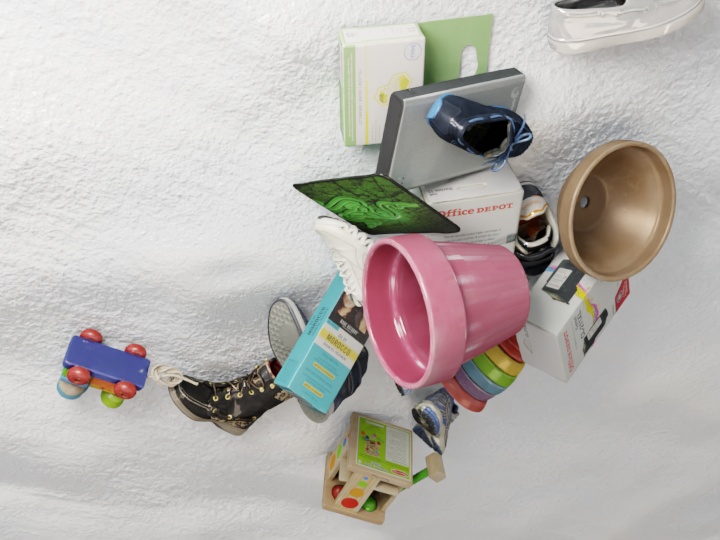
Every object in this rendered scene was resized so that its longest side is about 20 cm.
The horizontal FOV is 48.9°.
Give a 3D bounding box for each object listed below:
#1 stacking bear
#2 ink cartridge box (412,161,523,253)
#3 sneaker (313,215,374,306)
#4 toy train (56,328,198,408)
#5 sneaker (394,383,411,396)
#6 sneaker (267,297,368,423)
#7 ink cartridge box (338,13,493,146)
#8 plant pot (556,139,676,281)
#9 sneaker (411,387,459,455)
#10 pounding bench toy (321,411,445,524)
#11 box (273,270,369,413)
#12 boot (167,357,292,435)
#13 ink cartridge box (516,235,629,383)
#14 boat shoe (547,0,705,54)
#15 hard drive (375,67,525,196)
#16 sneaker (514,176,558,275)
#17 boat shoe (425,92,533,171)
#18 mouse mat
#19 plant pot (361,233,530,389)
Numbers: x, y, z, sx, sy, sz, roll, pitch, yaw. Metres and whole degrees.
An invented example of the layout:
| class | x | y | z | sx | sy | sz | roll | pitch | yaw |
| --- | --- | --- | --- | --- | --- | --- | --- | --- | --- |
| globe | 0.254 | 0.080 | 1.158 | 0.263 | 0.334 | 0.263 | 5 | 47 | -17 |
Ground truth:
| class | x | y | z | sx | sy | sz | roll | pitch | yaw |
| --- | --- | --- | --- | --- | --- | --- | --- | --- | --- |
| stacking bear | 0.237 | 0.139 | 1.360 | 0.121 | 0.114 | 0.200 | 26 | 117 | -34 |
| ink cartridge box | 0.150 | -0.056 | 1.161 | 0.145 | 0.084 | 0.201 | -8 | 135 | -8 |
| sneaker | 0.000 | 0.000 | 1.146 | 0.200 | 0.075 | 0.081 | 44 | 78 | -24 |
| toy train | -0.363 | 0.176 | 1.219 | 0.198 | 0.085 | 0.116 | 22 | 135 | -20 |
| sneaker | 0.085 | 0.144 | 1.343 | 0.072 | 0.072 | 0.201 | -14 | 138 | -13 |
| sneaker | -0.064 | 0.121 | 1.276 | 0.076 | 0.146 | 0.205 | -13 | 101 | 39 |
| ink cartridge box | 0.071 | -0.238 | 0.994 | 0.197 | 0.048 | 0.147 | -7 | 134 | -7 |
| plant pot | 0.356 | -0.092 | 1.157 | 0.198 | 0.093 | 0.204 | -7 | 107 | -24 |
| sneaker | 0.151 | 0.281 | 1.484 | 0.085 | 0.077 | 0.201 | -43 | 157 | -18 |
| pounding bench toy | 0.043 | 0.389 | 1.490 | 0.198 | 0.125 | 0.157 | 19 | 127 | -12 |
| box | -0.041 | 0.105 | 1.190 | 0.082 | 0.049 | 0.201 | 39 | 72 | -28 |
| boot | -0.203 | 0.194 | 1.301 | 0.150 | 0.074 | 0.200 | -32 | 137 | 15 |
| ink cartridge box | 0.336 | 0.054 | 1.249 | 0.200 | 0.082 | 0.146 | -50 | 142 | -18 |
| boat shoe | 0.327 | -0.328 | 0.975 | 0.197 | 0.073 | 0.069 | -10 | 135 | 6 |
| hard drive | 0.116 | -0.181 | 1.024 | 0.198 | 0.033 | 0.141 | -19 | 139 | -30 |
| sneaker | 0.261 | -0.044 | 1.211 | 0.078 | 0.080 | 0.201 | -22 | 136 | 4 |
| boat shoe | 0.159 | -0.163 | 0.994 | 0.199 | 0.069 | 0.085 | -3 | 130 | -44 |
| mouse mat | 0.019 | -0.084 | 1.057 | 0.160 | 0.008 | 0.199 | 30 | 163 | -36 |
| plant pot | 0.121 | 0.042 | 1.069 | 0.177 | 0.201 | 0.202 | -11 | 136 | -25 |
